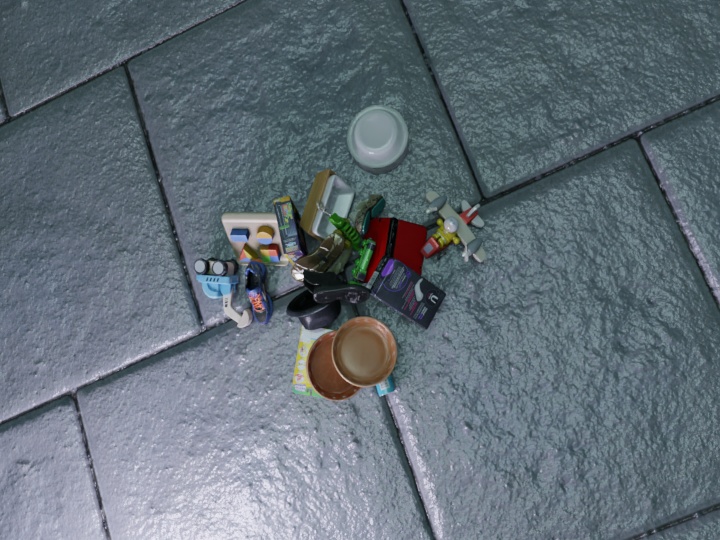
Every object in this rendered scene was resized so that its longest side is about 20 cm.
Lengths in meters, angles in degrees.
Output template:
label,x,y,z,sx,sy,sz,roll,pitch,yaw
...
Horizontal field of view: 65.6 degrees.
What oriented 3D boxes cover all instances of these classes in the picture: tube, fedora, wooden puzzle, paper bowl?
label,x,y,z,sx,sy,sz,roll,pitch,yaw
tube,0.053,0.269,1.674,0.075,0.050,0.206,-8,77,-29
fedora,-0.123,0.115,1.683,0.195,0.202,0.094,-20,110,6
wooden puzzle,-0.325,-0.087,1.726,0.179,0.204,0.047,2,44,10
paper bowl,0.054,-0.417,1.749,0.194,0.104,0.208,-1,83,8

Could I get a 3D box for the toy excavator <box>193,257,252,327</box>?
label,x,y,z,sx,sy,sz,roll,pitch,yaw
toy excavator,-0.430,0.068,1.770,0.188,0.100,0.207,5,95,12

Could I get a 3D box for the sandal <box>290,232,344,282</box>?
label,x,y,z,sx,sy,sz,roll,pitch,yaw
sandal,-0.121,-0.038,1.657,0.199,0.054,0.080,-42,98,14

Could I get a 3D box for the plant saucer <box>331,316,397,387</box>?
label,x,y,z,sx,sy,sz,roll,pitch,yaw
plant saucer,0.011,0.239,1.639,0.193,0.038,0.207,2,73,-7

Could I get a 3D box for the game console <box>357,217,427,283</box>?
label,x,y,z,sx,sy,sz,roll,pitch,yaw
game console,0.097,-0.050,1.731,0.169,0.117,0.207,3,80,41

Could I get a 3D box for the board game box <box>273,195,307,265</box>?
label,x,y,z,sx,sy,sz,roll,pitch,yaw
board game box,-0.206,-0.113,1.696,0.055,0.200,0.171,-14,80,0

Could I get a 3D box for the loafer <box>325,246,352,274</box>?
label,x,y,z,sx,sy,sz,roll,pitch,yaw
loafer,-0.089,-0.013,1.717,0.200,0.069,0.075,-46,47,-8

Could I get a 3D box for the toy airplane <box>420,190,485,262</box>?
label,x,y,z,sx,sy,sz,roll,pitch,yaw
toy airplane,0.279,-0.130,1.649,0.193,0.141,0.206,6,82,10

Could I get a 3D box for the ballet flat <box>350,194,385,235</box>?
label,x,y,z,sx,sy,sz,roll,pitch,yaw
ballet flat,0.012,-0.172,1.697,0.073,0.069,0.201,14,40,17

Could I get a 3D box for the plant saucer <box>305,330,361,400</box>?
label,x,y,z,sx,sy,sz,roll,pitch,yaw
plant saucer,-0.069,0.282,1.666,0.194,0.032,0.208,2,85,-20

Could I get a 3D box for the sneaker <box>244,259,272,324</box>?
label,x,y,z,sx,sy,sz,roll,pitch,yaw
sneaker,-0.327,0.072,1.738,0.073,0.078,0.207,-10,97,13

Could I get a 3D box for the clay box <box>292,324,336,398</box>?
label,x,y,z,sx,sy,sz,roll,pitch,yaw
clay box,-0.138,0.277,1.705,0.111,0.048,0.207,8,84,8

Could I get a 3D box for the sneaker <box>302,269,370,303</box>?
label,x,y,z,sx,sy,sz,roll,pitch,yaw
sneaker,-0.071,0.041,1.604,0.193,0.061,0.106,-2,38,-3

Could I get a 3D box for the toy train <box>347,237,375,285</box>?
label,x,y,z,sx,sy,sz,roll,pitch,yaw
toy train,0.000,0.000,1.687,0.041,0.056,0.206,19,94,-21

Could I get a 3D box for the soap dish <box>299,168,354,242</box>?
label,x,y,z,sx,sy,sz,roll,pitch,yaw
soap dish,-0.104,-0.190,1.720,0.079,0.157,0.206,15,83,29

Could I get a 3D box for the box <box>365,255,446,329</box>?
label,x,y,z,sx,sy,sz,roll,pitch,yaw
box,0.130,0.062,1.623,0.197,0.106,0.124,33,87,-18

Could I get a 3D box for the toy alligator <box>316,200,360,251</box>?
label,x,y,z,sx,sy,sz,roll,pitch,yaw
toy alligator,-0.053,-0.131,1.645,0.201,0.053,0.060,49,58,-27
